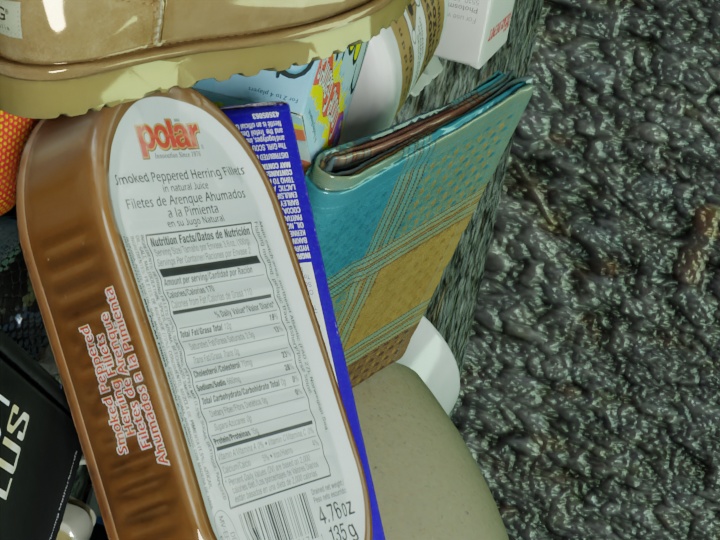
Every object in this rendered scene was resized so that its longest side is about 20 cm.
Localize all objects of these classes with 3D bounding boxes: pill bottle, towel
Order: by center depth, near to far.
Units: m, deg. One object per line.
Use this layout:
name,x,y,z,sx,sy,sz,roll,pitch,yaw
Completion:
towel,0.000,0.000,1.009,0.146,0.022,0.201,-28,153,-41
pill bottle,-0.015,-0.134,1.110,0.200,0.113,0.115,-61,163,-60

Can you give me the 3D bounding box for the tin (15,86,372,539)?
tin,-0.052,0.032,0.713,0.112,0.042,0.202,-8,78,-64

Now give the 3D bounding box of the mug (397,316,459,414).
mug,-0.033,0.113,1.323,0.187,0.148,0.154,83,29,-50

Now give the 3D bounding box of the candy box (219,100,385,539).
candy box,-0.058,0.058,0.853,0.169,0.076,0.202,129,-49,-67

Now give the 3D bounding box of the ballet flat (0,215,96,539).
ballet flat,-0.133,0.078,0.834,0.074,0.074,0.202,-60,162,-62

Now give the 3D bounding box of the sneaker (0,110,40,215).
sneaker,-0.097,-0.112,0.738,0.073,0.076,0.202,71,35,-78

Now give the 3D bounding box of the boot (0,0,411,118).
boot,-0.053,-0.161,0.670,0.174,0.066,0.202,-23,124,-37

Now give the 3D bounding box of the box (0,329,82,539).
box,-0.163,0.111,0.631,0.164,0.085,0.202,71,34,-74

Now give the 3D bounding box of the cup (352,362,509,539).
cup,-0.013,0.129,1.139,0.201,0.198,0.145,79,7,-70

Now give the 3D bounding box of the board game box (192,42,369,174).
board game box,-0.041,-0.152,0.946,0.103,0.104,0.202,79,27,-71

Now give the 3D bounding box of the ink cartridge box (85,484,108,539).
ink cartridge box,-0.117,0.155,1.169,0.200,0.039,0.100,76,29,-74

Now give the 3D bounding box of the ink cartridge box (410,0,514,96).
ink cartridge box,0.036,-0.214,1.274,0.129,0.124,0.202,-46,149,-73
